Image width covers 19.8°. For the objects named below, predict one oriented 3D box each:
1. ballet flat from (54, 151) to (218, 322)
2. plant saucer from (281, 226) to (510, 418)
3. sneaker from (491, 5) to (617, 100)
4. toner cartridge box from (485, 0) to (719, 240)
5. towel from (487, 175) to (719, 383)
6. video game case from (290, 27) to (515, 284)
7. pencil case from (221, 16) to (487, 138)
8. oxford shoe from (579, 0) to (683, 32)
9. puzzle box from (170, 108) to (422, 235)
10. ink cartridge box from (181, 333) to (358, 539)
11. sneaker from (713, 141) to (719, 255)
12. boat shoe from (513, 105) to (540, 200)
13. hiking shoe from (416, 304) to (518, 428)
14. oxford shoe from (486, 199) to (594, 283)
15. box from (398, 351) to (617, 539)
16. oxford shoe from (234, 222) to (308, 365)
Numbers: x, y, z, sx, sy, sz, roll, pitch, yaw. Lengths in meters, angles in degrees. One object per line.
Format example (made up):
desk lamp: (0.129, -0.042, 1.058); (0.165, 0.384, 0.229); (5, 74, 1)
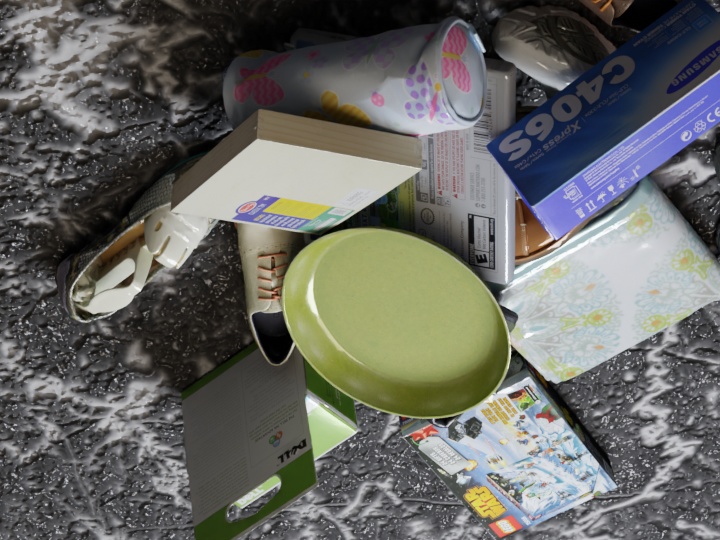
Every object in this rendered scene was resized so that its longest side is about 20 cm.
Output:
ballet flat: (-0.175, -0.018, 1.722); (0.200, 0.072, 0.072); (-37, 129, 24)
plant saucer: (0.032, 0.038, 1.709); (0.199, 0.031, 0.200); (12, 131, 15)
sneaker: (0.177, -0.140, 1.659); (0.200, 0.078, 0.099); (23, 130, -27)
toner cartridge box: (0.199, -0.117, 1.549); (0.200, 0.095, 0.043); (-36, 129, 4)
towel: (0.205, 0.008, 1.829); (0.200, 0.048, 0.171); (-30, 134, 19)
video game case: (0.035, -0.090, 1.645); (0.182, 0.022, 0.201); (12, 129, 19)
pencil case: (-0.004, -0.137, 1.554); (0.199, 0.091, 0.083); (-5, 126, 30)
oxford shoe: (0.181, -0.234, 1.567); (0.200, 0.073, 0.071); (22, 126, -28)
puzzle box: (-0.053, -0.072, 1.580); (0.133, 0.026, 0.200); (9, 163, -23)
ink cartridge box: (-0.078, 0.161, 1.820); (0.148, 0.200, 0.076); (-35, 130, 23)
sneaker: (0.349, -0.029, 1.785); (0.076, 0.091, 0.200); (-18, 135, 6)
boat shoe: (0.117, -0.091, 1.678); (0.199, 0.072, 0.068); (-9, 178, 33)
hiking shoe: (0.055, 0.090, 1.815); (0.076, 0.101, 0.200); (26, 150, -25)
oxford shoe: (0.126, -0.048, 1.744); (0.200, 0.071, 0.071); (-31, 127, 22)
box: (0.142, 0.171, 1.980); (0.137, 0.040, 0.200); (-27, 132, 15)
oxford shoe: (-0.068, -0.005, 1.747); (0.071, 0.074, 0.200); (-6, 134, 0)
